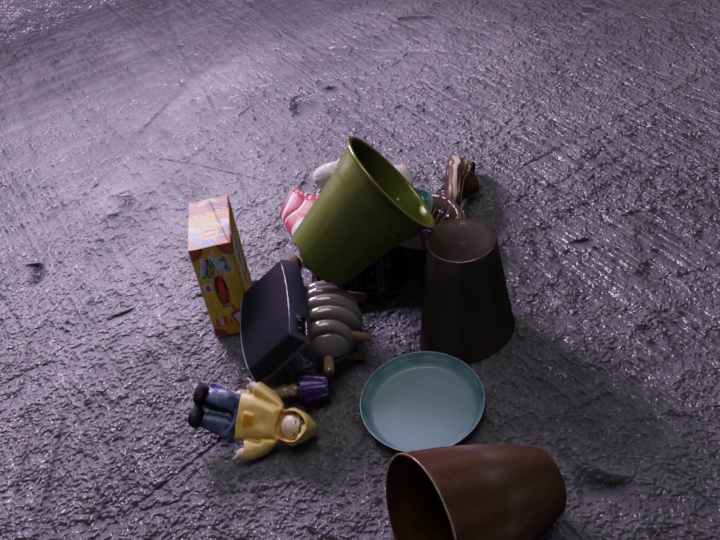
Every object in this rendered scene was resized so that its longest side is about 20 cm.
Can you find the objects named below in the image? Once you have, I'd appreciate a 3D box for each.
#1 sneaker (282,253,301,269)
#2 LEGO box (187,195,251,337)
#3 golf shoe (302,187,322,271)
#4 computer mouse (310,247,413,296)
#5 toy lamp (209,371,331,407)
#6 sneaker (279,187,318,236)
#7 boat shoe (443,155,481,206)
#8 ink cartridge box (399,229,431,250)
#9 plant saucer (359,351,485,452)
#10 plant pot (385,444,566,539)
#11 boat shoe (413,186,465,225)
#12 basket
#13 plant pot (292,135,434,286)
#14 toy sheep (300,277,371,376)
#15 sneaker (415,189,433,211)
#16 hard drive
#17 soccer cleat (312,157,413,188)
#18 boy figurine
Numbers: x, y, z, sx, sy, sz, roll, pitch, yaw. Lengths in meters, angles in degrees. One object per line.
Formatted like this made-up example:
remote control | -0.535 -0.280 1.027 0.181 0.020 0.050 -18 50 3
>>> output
sneaker | -0.137 0.059 1.433 0.074 0.071 0.202 16 53 13
LEGO box | -0.251 -0.008 1.421 0.075 0.203 0.150 -11 38 -2
golf shoe | -0.045 -0.086 1.518 0.093 0.077 0.205 2 74 29
computer mouse | 0.000 0.000 1.442 0.195 0.142 0.053 -3 1 1
toy lamp | -0.146 0.200 1.270 0.195 0.059 0.059 -9 39 6
sneaker | -0.076 -0.141 1.638 0.197 0.072 0.113 -29 46 -17
boat shoe | 0.214 -0.184 1.612 0.073 0.076 0.204 11 33 2
ink cartridge box | 0.098 -0.059 1.438 0.196 0.044 0.196 9 2 23
plant saucer | 0.097 0.210 1.226 0.195 0.028 0.202 -7 40 5
plant pot | 0.159 0.302 1.008 0.196 0.190 0.187 -12 37 -24
boat shoe | 0.147 -0.109 1.543 0.072 0.076 0.199 -45 39 -5
basket | 0.169 0.029 1.284 0.177 0.203 0.136 -24 41 -16
plant pot | -0.010 -0.079 1.290 0.190 0.199 0.202 -45 37 18
toy sheep | -0.053 0.093 1.319 0.135 0.140 0.202 -10 40 0
sneaker | 0.059 -0.122 1.517 0.079 0.073 0.198 6 -4 -33
hard drive | -0.146 0.078 1.292 0.134 0.042 0.202 -40 36 20
soccer cleat | 0.002 -0.164 1.466 0.195 0.070 0.079 2 56 12
boy figurine | -0.165 0.235 1.208 0.195 0.065 0.127 13 74 10
